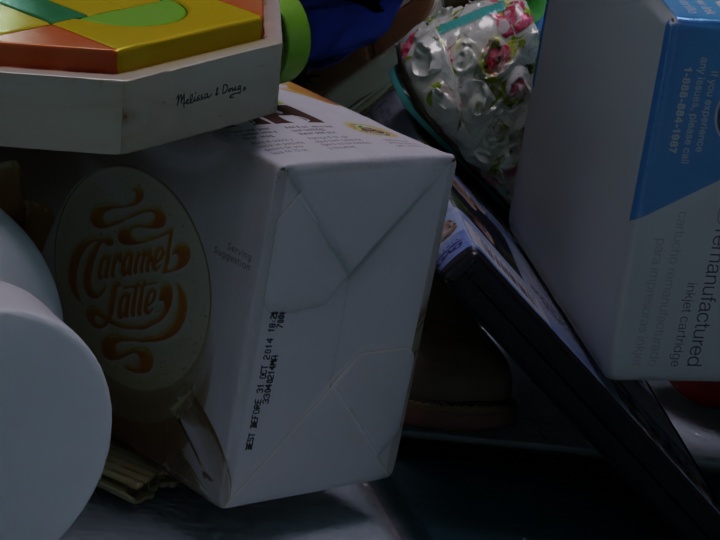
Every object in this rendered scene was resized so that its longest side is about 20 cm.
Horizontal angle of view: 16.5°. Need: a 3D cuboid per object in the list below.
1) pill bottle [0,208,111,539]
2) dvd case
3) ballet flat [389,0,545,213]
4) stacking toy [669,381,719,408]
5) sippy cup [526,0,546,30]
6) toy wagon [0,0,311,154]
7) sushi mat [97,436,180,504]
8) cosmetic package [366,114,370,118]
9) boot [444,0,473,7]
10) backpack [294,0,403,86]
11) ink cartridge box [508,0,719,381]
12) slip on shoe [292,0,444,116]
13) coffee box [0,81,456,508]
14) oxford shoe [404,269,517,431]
[{"bbox_3d":[-0.156,0.013,0.725,0.111,0.111,0.200,-1,21,-36],"label":"pill bottle"},{"bbox_3d":[0.065,0.015,0.889,0.143,0.018,0.200,47,8,-19],"label":"dvd case"},{"bbox_3d":[0.084,-0.038,0.951,0.200,0.064,0.076,42,16,-48],"label":"ballet flat"},{"bbox_3d":[0.198,0.048,0.929,0.200,0.086,0.085,16,16,36],"label":"stacking toy"},{"bbox_3d":[0.137,-0.062,1.144,0.178,0.140,0.130,-20,41,-24],"label":"sippy cup"},{"bbox_3d":[-0.119,-0.079,0.754,0.200,0.040,0.155,24,29,36],"label":"toy wagon"},{"bbox_3d":[-0.128,0.030,0.851,0.200,0.012,0.096,22,18,26],"label":"sushi mat"},{"bbox_3d":[-0.062,-0.084,1.156,0.200,0.071,0.101,19,20,20],"label":"cosmetic package"},{"bbox_3d":[0.028,-0.144,1.191,0.155,0.074,0.200,-29,-11,23],"label":"boot"},{"bbox_3d":[-0.047,-0.158,0.926,0.162,0.168,0.200,35,23,28],"label":"backpack"},{"bbox_3d":[0.170,-0.044,0.850,0.199,0.129,0.125,1,25,-14],"label":"ink cartridge box"},{"bbox_3d":[-0.054,-0.068,1.039,0.200,0.061,0.076,-33,69,-11],"label":"slip on shoe"},{"bbox_3d":[-0.072,-0.017,0.824,0.080,0.115,0.200,-7,26,-44],"label":"coffee box"},{"bbox_3d":[0.000,0.000,0.928,0.070,0.075,0.200,1,20,-30],"label":"oxford shoe"}]
